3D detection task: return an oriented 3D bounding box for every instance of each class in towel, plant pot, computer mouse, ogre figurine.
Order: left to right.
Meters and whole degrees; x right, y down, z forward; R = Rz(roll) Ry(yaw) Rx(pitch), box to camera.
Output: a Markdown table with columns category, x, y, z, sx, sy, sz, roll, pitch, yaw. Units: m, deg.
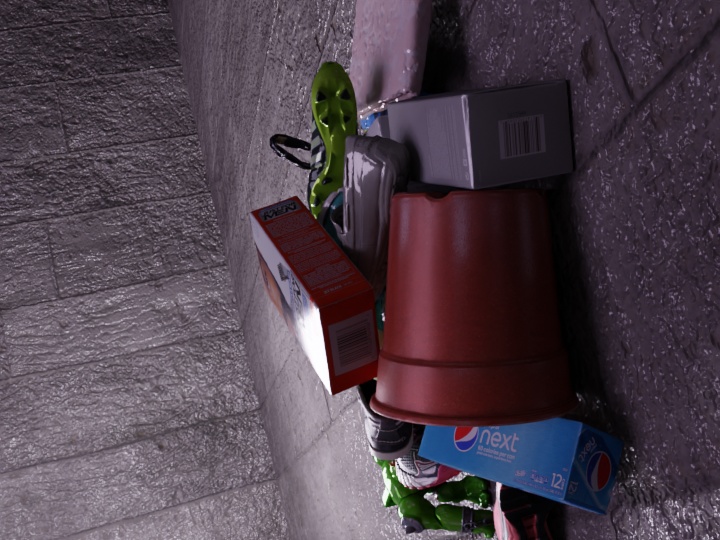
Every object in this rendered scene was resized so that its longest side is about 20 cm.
| category | x | y | z | sx | sy | sz | roll | pitch | yaw |
| --- | --- | --- | --- | --- | --- | --- | --- | --- | --- |
| computer mouse | -0.017 | -0.148 | 1.102 | 0.034 | 0.196 | 0.060 | 124 | 142 | -48 |
| towel | 0.035 | -0.283 | 1.011 | 0.190 | 0.032 | 0.205 | 177 | 99 | -70 |
| ogre figurine | 0.087 | 0.263 | 1.138 | 0.099 | 0.117 | 0.203 | 106 | 148 | -59 |
| plant pot | 0.102 | 0.025 | 0.834 | 0.200 | 0.196 | 0.200 | -172 | 79 | -73 |

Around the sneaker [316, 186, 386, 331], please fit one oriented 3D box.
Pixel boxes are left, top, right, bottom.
| category | x | y | z | sx | sy | sz | roll | pitch | yaw |
| --- | --- | --- | --- | --- | --- | --- | --- | --- | --- |
| sneaker | 0.000 | 0.000 | 1.009 | 0.079 | 0.077 | 0.204 | 27 | 133 | 46 |

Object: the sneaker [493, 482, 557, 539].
| category | x | y | z | sx | sy | sz | roll | pitch | yaw |
| --- | --- | --- | --- | --- | --- | --- | --- | --- | --- |
| sneaker | 0.165 | 0.244 | 0.942 | 0.087 | 0.072 | 0.205 | -129 | 34 | -67 |

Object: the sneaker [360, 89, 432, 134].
| category | x | y | z | sx | sy | sz | roll | pitch | yaw |
| --- | --- | --- | --- | --- | --- | --- | --- | --- | --- |
| sneaker | 0.043 | -0.207 | 1.084 | 0.200 | 0.064 | 0.080 | -166 | 70 | -73 |

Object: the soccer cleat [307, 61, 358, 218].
| category | x | y | z | sx | sy | sz | roll | pitch | yaw |
| --- | --- | --- | --- | --- | --- | --- | --- | --- | --- |
| soccer cleat | -0.028 | -0.138 | 1.022 | 0.082 | 0.066 | 0.204 | -92 | 3 | -59 |

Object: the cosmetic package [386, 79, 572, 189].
| category | x | y | z | sx | sy | sz | roll | pitch | yaw |
| --- | --- | --- | --- | --- | --- | --- | --- | --- | --- |
| cosmetic package | 0.106 | -0.129 | 0.845 | 0.200 | 0.105 | 0.092 | -152 | 52 | -67 |

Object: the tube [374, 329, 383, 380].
| category | x | y | z | sx | sy | sz | roll | pitch | yaw |
| --- | --- | --- | --- | --- | --- | --- | --- | --- | --- |
| tube | 0.078 | 0.122 | 0.981 | 0.058 | 0.197 | 0.053 | 101 | -166 | -77 |

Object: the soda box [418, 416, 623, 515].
| category | x | y | z | sx | sy | sz | roll | pitch | yaw |
| --- | --- | --- | --- | --- | --- | --- | --- | --- | --- |
| soda box | 0.145 | 0.168 | 0.837 | 0.198 | 0.063 | 0.069 | 2 | 71 | 55 |

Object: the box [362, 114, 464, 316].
| category | x | y | z | sx | sy | sz | roll | pitch | yaw |
| --- | --- | --- | --- | --- | --- | --- | --- | --- | --- |
| box | 0.067 | -0.063 | 1.017 | 0.152 | 0.104 | 0.205 | 148 | 110 | -72 |

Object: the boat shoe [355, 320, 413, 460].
| category | x | y | z | sx | sy | sz | roll | pitch | yaw |
| --- | --- | --- | --- | --- | --- | --- | --- | --- | --- |
| boat shoe | 0.026 | 0.123 | 1.052 | 0.202 | 0.070 | 0.068 | -98 | -7 | -50 |

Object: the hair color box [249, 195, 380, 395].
| category | x | y | z | sx | sy | sz | roll | pitch | yaw |
| --- | --- | --- | --- | --- | --- | --- | --- | --- | --- |
| hair color box | -0.049 | 0.020 | 0.927 | 0.200 | 0.063 | 0.113 | -129 | 26 | -51 |

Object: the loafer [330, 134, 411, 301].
| category | x | y | z | sx | sy | sz | roll | pitch | yaw |
| --- | --- | --- | --- | --- | --- | --- | --- | --- | --- |
| loafer | 0.004 | -0.046 | 0.910 | 0.069 | 0.070 | 0.203 | 21 | 125 | 17 |

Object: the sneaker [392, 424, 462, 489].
| category | x | y | z | sx | sy | sz | roll | pitch | yaw |
| --- | --- | --- | --- | --- | --- | --- | --- | --- | --- |
| sneaker | 0.062 | 0.194 | 1.067 | 0.200 | 0.079 | 0.076 | -141 | 35 | -66 |
